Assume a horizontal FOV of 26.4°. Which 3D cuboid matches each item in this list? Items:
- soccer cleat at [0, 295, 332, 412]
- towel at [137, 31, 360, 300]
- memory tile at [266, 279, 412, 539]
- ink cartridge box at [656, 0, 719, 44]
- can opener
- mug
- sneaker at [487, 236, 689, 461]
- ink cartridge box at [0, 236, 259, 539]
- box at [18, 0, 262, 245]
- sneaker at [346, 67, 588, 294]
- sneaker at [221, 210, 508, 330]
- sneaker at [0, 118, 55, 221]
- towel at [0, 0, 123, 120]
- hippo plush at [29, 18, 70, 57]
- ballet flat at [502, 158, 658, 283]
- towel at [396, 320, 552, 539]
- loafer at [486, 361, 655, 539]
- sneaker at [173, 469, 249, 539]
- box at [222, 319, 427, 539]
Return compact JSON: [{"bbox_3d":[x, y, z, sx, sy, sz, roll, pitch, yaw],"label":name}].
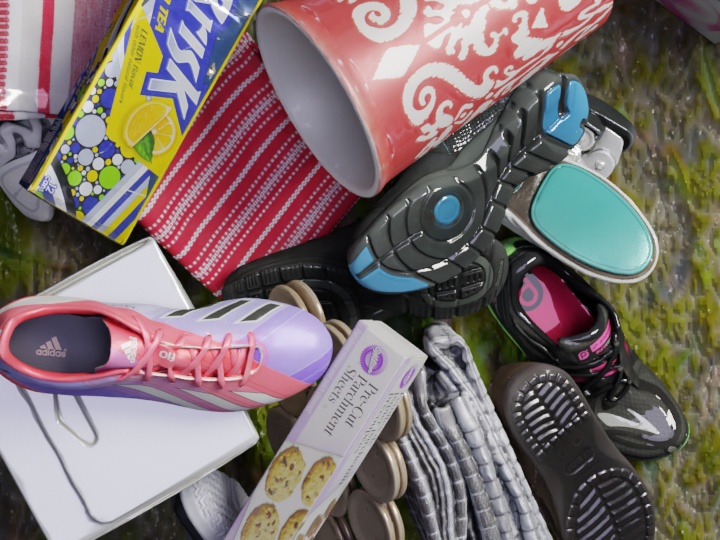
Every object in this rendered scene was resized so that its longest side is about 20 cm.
[{"bbox_3d":[-0.111,0.046,0.866,0.198,0.076,0.068,4,89,-10],"label":"soccer cleat"},{"bbox_3d":[-0.089,-0.072,1.044,0.145,0.022,0.200,-50,125,-7],"label":"towel"},{"bbox_3d":[-0.017,0.118,1.017,0.017,0.153,0.202,-20,130,-31],"label":"memory tile"},{"bbox_3d":[0.250,-0.204,1.048,0.199,0.196,0.044,35,88,-6],"label":"ink cartridge box"},{"bbox_3d":[0.104,-0.130,1.107,0.199,0.067,0.053,33,122,-5],"label":"can opener"},{"bbox_3d":[0.041,-0.162,0.988,0.199,0.177,0.134,-33,122,-15],"label":"mug"},{"bbox_3d":[0.160,0.063,1.097,0.077,0.084,0.200,-45,96,-4],"label":"sneaker"},{"bbox_3d":[-0.163,0.073,0.995,0.144,0.200,0.146,-29,95,-6],"label":"ink cartridge box"},{"bbox_3d":[-0.131,-0.122,0.949,0.070,0.064,0.201,30,88,-21],"label":"box"},{"bbox_3d":[0.063,-0.062,1.023,0.200,0.082,0.074,-41,127,-14],"label":"sneaker"},{"bbox_3d":[0.000,0.000,1.075,0.198,0.091,0.077,-8,123,-6],"label":"sneaker"},{"bbox_3d":[-0.165,-0.106,1.063,0.199,0.075,0.082,-28,105,-1],"label":"sneaker"},{"bbox_3d":[-0.239,-0.160,0.951,0.198,0.023,0.145,-4,118,-22],"label":"towel"},{"bbox_3d":[-0.242,-0.201,1.001,0.198,0.159,0.163,-5,91,-8],"label":"hippo plush"},{"bbox_3d":[0.120,-0.051,1.087,0.199,0.069,0.070,30,87,7],"label":"ballet flat"},{"bbox_3d":[0.064,0.141,1.047,0.085,0.166,0.202,-24,94,-1],"label":"towel"},{"bbox_3d":[0.151,0.139,1.101,0.073,0.071,0.201,-30,115,-9],"label":"loafer"},{"bbox_3d":[-0.110,0.213,1.027,0.113,0.201,0.076,-23,50,0],"label":"sneaker"},{"bbox_3d":[-0.032,0.123,0.918,0.041,0.039,0.201,36,101,20],"label":"box"}]
